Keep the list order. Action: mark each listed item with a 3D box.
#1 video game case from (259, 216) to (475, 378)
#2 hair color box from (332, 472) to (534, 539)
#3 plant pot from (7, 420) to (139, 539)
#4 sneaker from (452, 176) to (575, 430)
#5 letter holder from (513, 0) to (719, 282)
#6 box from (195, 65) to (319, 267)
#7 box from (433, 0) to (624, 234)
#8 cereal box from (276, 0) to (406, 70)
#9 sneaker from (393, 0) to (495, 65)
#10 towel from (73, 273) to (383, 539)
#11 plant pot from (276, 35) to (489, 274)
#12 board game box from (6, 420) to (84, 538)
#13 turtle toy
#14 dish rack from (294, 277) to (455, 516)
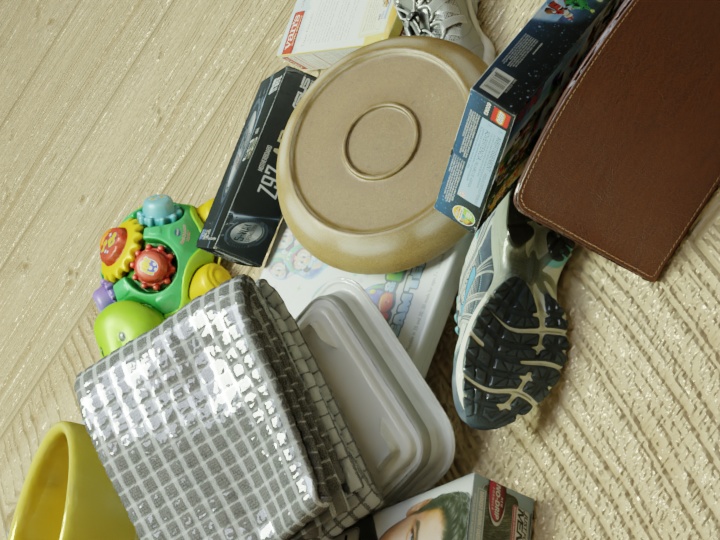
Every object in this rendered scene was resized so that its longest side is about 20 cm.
[{"bbox_3d":[0.000,0.000,1.665,0.181,0.024,0.201,14,80,40],"label":"video game case"},{"bbox_3d":[0.033,0.222,1.517,0.200,0.060,0.100,-28,45,45],"label":"hair color box"},{"bbox_3d":[-0.169,0.234,1.678,0.201,0.188,0.202,-166,90,-72],"label":"plant pot"},{"bbox_3d":[0.105,0.031,1.555,0.086,0.077,0.201,-38,30,57],"label":"sneaker"},{"bbox_3d":[0.182,-0.119,1.457,0.201,0.142,0.101,-58,30,11],"label":"letter holder"},{"bbox_3d":[-0.083,-0.084,1.803,0.200,0.043,0.161,-168,100,-81],"label":"box"},{"bbox_3d":[0.130,-0.136,1.514,0.200,0.038,0.137,-50,-15,-32],"label":"box"},{"bbox_3d":[0.008,-0.257,1.945,0.200,0.039,0.145,4,71,59],"label":"cereal box"},{"bbox_3d":[0.056,-0.201,1.782,0.075,0.082,0.201,-42,36,33],"label":"sneaker"},{"bbox_3d":[-0.101,0.125,1.550,0.165,0.085,0.201,-31,73,17],"label":"towel"},{"bbox_3d":[0.020,-0.095,1.642,0.199,0.027,0.201,-10,64,22],"label":"plant pot"},{"bbox_3d":[-0.260,0.252,1.984,0.153,0.040,0.200,-55,31,17],"label":"board game box"},{"bbox_3d":[-0.195,0.013,2.001,0.146,0.101,0.201,-36,40,40],"label":"turtle toy"},{"bbox_3d":[-0.030,0.123,1.613,0.172,0.043,0.200,56,131,19],"label":"dish rack"}]
